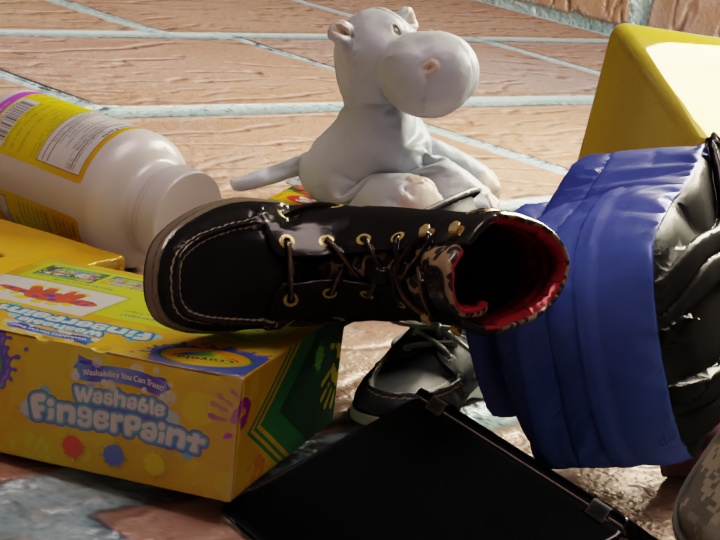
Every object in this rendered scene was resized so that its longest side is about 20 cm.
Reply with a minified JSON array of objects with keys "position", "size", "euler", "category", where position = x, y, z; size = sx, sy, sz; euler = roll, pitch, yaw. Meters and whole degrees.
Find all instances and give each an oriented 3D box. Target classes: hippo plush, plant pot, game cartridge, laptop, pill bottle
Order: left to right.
[{"position":[-0.292,-0.008,1.381],"size":[0.199,0.033,0.176],"euler":[14,15,28],"category":"game cartridge"},{"position":[-0.199,-0.064,1.501],"size":[0.199,0.105,0.104],"euler":[21,18,35],"category":"pill bottle"},{"position":[0.032,-0.121,1.551],"size":[0.199,0.162,0.159],"euler":[20,18,34],"category":"hippo plush"},{"position":[0.068,0.151,1.037],"size":[0.200,0.116,0.187],"euler":[35,-3,-36],"category":"laptop"},{"position":[0.317,-0.083,1.784],"size":[0.198,0.201,0.177],"euler":[6,26,-14],"category":"plant pot"}]

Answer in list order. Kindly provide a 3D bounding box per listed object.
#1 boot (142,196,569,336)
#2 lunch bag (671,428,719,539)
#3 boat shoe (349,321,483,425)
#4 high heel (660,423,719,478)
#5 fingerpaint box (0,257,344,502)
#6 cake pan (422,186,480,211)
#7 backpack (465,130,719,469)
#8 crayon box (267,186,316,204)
[{"position":[0.000,0.000,1.064],"size":[0.199,0.074,0.150],"euler":[-1,4,-45],"category":"boot"},{"position":[0.270,0.143,0.954],"size":[0.168,0.140,0.200],"euler":[40,-4,-34],"category":"lunch bag"},{"position":[0.051,0.057,1.282],"size":[0.074,0.062,0.200],"euler":[18,17,23],"category":"boat shoe"},{"position":[0.263,0.092,1.279],"size":[0.095,0.068,0.200],"euler":[5,26,24],"category":"high heel"},{"position":[-0.130,0.057,1.128],"size":[0.198,0.074,0.167],"euler":[10,13,16],"category":"fingerpaint box"},{"position":[-0.004,0.010,1.271],"size":[0.199,0.037,0.200],"euler":[-28,-3,-1],"category":"cake pan"},{"position":[0.144,0.033,1.188],"size":[0.166,0.164,0.200],"euler":[-11,17,20],"category":"backpack"},{"position":[0.019,-0.016,1.574],"size":[0.198,0.051,0.127],"euler":[13,14,12],"category":"crayon box"}]
